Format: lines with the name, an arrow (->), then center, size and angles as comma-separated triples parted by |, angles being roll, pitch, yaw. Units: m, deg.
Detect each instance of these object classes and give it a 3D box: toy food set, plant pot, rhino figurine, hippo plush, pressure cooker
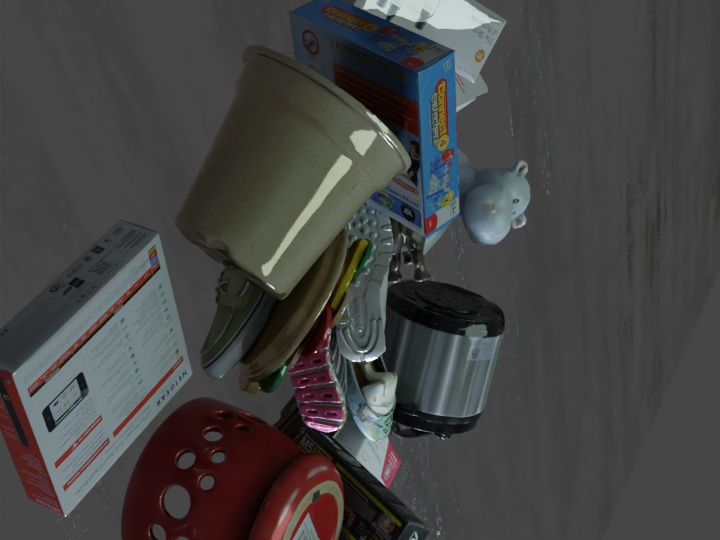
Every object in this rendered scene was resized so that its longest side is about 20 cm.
toy food set -> -0.067, 0.039, 1.306 | 0.048, 0.197, 0.202 | 33, 71, -18
plant pot -> -0.124, 0.255, 1.300 | 0.200, 0.180, 0.203 | -43, 140, -50
rhino figurine -> 0.040, -0.047, 1.500 | 0.200, 0.059, 0.089 | -127, -154, -75
hippo plush -> 0.140, -0.086, 1.626 | 0.201, 0.159, 0.161 | -53, 155, -46
plant pot -> -0.081, -0.083, 1.202 | 0.185, 0.199, 0.201 | -56, 151, -8
pressure cooker -> 0.093, 0.130, 1.652 | 0.179, 0.173, 0.203 | -87, -172, -74

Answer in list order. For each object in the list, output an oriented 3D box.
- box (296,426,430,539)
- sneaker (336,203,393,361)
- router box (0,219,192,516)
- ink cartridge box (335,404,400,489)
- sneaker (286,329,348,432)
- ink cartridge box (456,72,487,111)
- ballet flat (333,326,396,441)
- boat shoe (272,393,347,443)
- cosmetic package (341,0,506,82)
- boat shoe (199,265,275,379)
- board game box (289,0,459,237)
box -> -0.034, 0.296, 1.377 | 0.044, 0.199, 0.162 | 28, 95, -46
sneaker -> 0.000, 0.000, 1.417 | 0.081, 0.075, 0.203 | -75, 171, -67
router box -> -0.242, 0.087, 1.111 | 0.200, 0.048, 0.182 | -50, 146, -40
ink cartridge box -> -0.036, 0.294, 1.603 | 0.202, 0.084, 0.148 | -64, 153, -23
sneaker -> -0.058, 0.087, 1.457 | 0.088, 0.072, 0.203 | -82, 160, -66
ink cartridge box -> 0.060, -0.223, 1.447 | 0.117, 0.067, 0.199 | 59, 36, 1
ballet flat -> 0.009, 0.118, 1.521 | 0.074, 0.073, 0.203 | -34, 107, -52
boat shoe -> -0.087, 0.227, 1.480 | 0.201, 0.067, 0.072 | -57, 152, -28
cosmetic package -> 0.069, -0.289, 1.369 | 0.198, 0.051, 0.083 | 21, 105, -39
boat shoe -> -0.122, 0.017, 1.305 | 0.062, 0.072, 0.202 | 33, 78, -19
board game box -> 0.016, -0.165, 1.300 | 0.056, 0.199, 0.198 | -31, 135, -30
